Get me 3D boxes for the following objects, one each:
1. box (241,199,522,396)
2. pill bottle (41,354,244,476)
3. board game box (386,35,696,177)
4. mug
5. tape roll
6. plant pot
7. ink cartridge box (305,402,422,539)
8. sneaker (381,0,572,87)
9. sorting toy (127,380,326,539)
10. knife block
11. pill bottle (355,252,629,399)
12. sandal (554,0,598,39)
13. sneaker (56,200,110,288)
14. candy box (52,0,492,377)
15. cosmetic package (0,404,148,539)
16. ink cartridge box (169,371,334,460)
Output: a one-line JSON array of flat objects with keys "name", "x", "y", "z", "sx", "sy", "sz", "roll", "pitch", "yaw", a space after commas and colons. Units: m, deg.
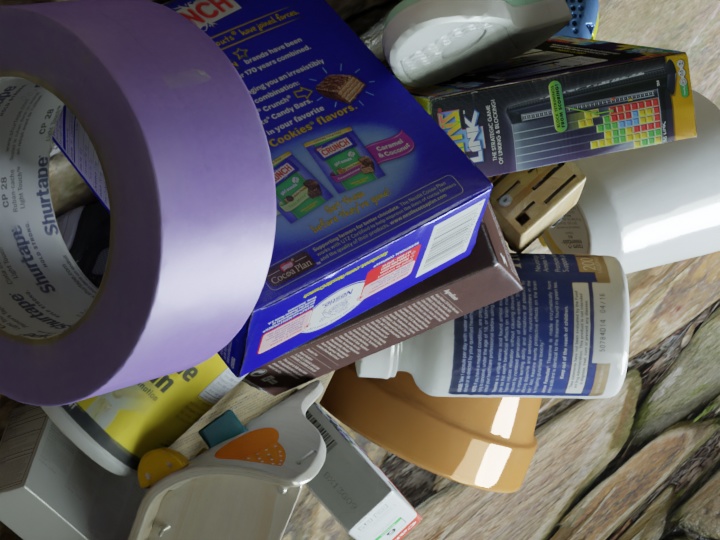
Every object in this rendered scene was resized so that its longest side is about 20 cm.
[{"name": "box", "x": 0.000, "y": 0.000, "z": 1.343, "sx": 0.200, "sy": 0.100, "sz": 0.075, "roll": -23, "pitch": 157, "yaw": 14}, {"name": "pill bottle", "x": -0.118, "y": 0.033, "z": 1.274, "sx": 0.200, "sy": 0.112, "sz": 0.112, "roll": -43, "pitch": 158, "yaw": 2}, {"name": "board game box", "x": 0.093, "y": -0.103, "z": 1.212, "sx": 0.165, "sy": 0.057, "sz": 0.200, "roll": -13, "pitch": -168, "yaw": -13}, {"name": "mug", "x": 0.234, "y": -0.052, "z": 1.685, "sx": 0.153, "sy": 0.149, "sz": 0.187, "roll": -23, "pitch": 146, "yaw": -24}, {"name": "tape roll", "x": -0.144, "y": -0.037, "z": 0.980, "sx": 0.085, "sy": 0.200, "sz": 0.200, "roll": -14, "pitch": 145, "yaw": -51}, {"name": "plant pot", "x": 0.073, "y": 0.076, "z": 1.606, "sx": 0.200, "sy": 0.200, "sz": 0.140, "roll": 9, "pitch": 108, "yaw": -63}, {"name": "ink cartridge box", "x": -0.007, "y": 0.167, "z": 1.524, "sx": 0.050, "sy": 0.109, "sz": 0.200, "roll": -42, "pitch": 160, "yaw": -2}, {"name": "sneaker", "x": 0.045, "y": -0.179, "z": 1.145, "sx": 0.074, "sy": 0.118, "sz": 0.200, "roll": -34, "pitch": 174, "yaw": 28}, {"name": "sorting toy", "x": -0.081, "y": 0.156, "z": 1.324, "sx": 0.180, "sy": 0.107, "sz": 0.200, "roll": -46, "pitch": 161, "yaw": -59}, {"name": "knife block", "x": 0.130, "y": -0.051, "z": 1.469, "sx": 0.064, "sy": 0.200, "sz": 0.176, "roll": -43, "pitch": 129, "yaw": 0}, {"name": "pill bottle", "x": 0.098, "y": 0.041, "z": 1.469, "sx": 0.200, "sy": 0.111, "sz": 0.111, "roll": 1, "pitch": 149, "yaw": -4}, {"name": "sandal", "x": 0.085, "y": -0.143, "z": 1.345, "sx": 0.200, "sy": 0.079, "sz": 0.087, "roll": -42, "pitch": 155, "yaw": -5}, {"name": "sneaker", "x": -0.109, "y": -0.021, "z": 1.185, "sx": 0.200, "sy": 0.114, "sz": 0.075, "roll": -43, "pitch": 159, "yaw": 3}, {"name": "candy box", "x": -0.055, "y": -0.064, "z": 1.078, "sx": 0.169, "sy": 0.200, "sz": 0.077, "roll": -27, "pitch": 156, "yaw": -28}, {"name": "cosmetic package", "x": -0.174, "y": 0.181, "z": 1.350, "sx": 0.051, "sy": 0.083, "sz": 0.200, "roll": -19, "pitch": 128, "yaw": 33}, {"name": "ink cartridge box", "x": -0.115, "y": 0.098, "z": 1.452, "sx": 0.200, "sy": 0.075, "sz": 0.165, "roll": -25, "pitch": 154, "yaw": -38}]
